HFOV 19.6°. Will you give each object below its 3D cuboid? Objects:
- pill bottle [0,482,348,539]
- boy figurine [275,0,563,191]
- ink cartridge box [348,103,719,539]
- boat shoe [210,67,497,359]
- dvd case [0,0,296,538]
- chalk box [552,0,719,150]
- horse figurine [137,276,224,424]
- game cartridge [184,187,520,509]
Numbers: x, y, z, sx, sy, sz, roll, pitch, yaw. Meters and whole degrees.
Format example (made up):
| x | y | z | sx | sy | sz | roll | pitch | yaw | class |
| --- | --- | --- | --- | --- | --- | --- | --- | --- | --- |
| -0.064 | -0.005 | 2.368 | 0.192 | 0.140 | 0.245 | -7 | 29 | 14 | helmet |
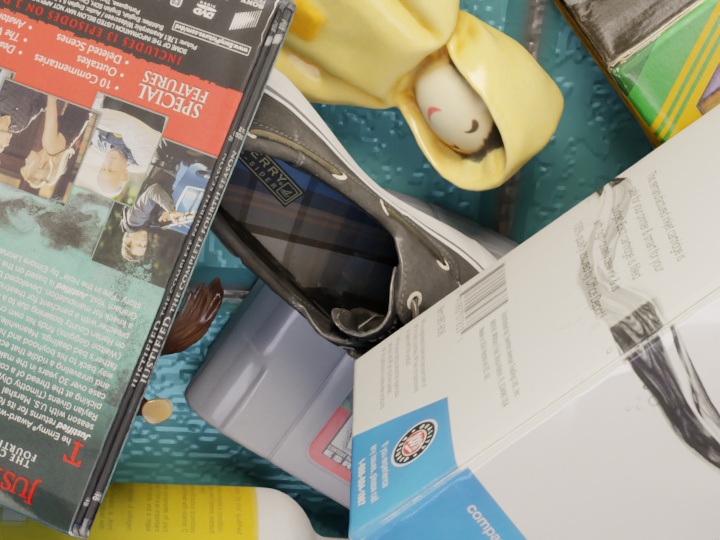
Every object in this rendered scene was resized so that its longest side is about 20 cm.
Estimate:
| x | y | z | sx | sy | sz | roll | pitch | yaw | class |
| --- | --- | --- | --- | --- | --- | --- | --- | --- | --- |
| -0.080 | 0.145 | 0.863 | 0.198 | 0.112 | 0.113 | 2 | 112 | -6 | pill bottle |
| -0.014 | -0.099 | 0.794 | 0.199 | 0.065 | 0.124 | 35 | 139 | -13 | boy figurine |
| 0.098 | 0.032 | 0.701 | 0.199 | 0.145 | 0.084 | -36 | 106 | 13 | ink cartridge box |
| 0.000 | 0.000 | 0.798 | 0.070 | 0.066 | 0.200 | -32 | 122 | 19 | boat shoe |
| -0.123 | -0.026 | 0.739 | 0.145 | 0.022 | 0.201 | 20 | 85 | 17 | dvd case |
| 0.193 | -0.109 | 0.802 | 0.199 | 0.125 | 0.124 | -35 | 112 | 7 | chalk box |
| -0.150 | 0.050 | 0.827 | 0.198 | 0.132 | 0.050 | -16 | 97 | -17 | horse figurine |
| 0.042 | 0.052 | 0.892 | 0.199 | 0.041 | 0.134 | 32 | 100 | -19 | game cartridge |
